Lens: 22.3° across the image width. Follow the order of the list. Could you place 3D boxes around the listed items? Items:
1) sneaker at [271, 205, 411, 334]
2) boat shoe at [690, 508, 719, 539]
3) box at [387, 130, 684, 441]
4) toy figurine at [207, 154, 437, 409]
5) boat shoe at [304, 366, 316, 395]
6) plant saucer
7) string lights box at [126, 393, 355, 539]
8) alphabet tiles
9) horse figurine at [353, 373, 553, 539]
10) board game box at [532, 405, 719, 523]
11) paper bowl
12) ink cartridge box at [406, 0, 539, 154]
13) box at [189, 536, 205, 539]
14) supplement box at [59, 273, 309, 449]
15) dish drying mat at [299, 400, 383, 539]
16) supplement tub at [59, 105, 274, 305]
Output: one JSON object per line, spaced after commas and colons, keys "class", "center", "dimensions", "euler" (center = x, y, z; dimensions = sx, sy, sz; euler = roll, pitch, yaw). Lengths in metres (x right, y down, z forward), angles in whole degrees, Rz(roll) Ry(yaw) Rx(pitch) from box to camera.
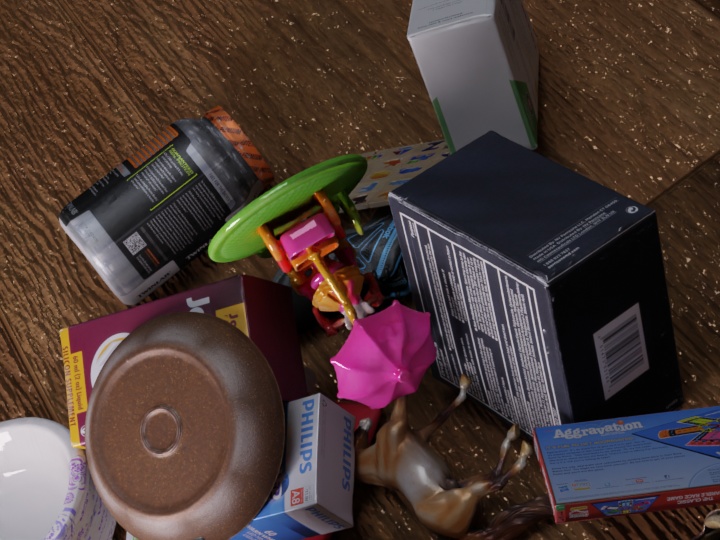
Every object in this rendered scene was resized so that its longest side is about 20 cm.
{"class": "sneaker", "center": [0.000, 0.000, 1.686], "dimensions": [0.200, 0.073, 0.082], "euler": [-35, 40, -2]}
{"class": "boat shoe", "center": [0.276, 0.206, 1.318], "dimensions": [0.199, 0.072, 0.072], "euler": [-28, 42, 3]}
{"class": "box", "center": [0.142, 0.022, 1.467], "dimensions": [0.123, 0.201, 0.198], "euler": [-33, 39, -24]}
{"class": "toy figurine", "center": [-0.013, 0.028, 1.491], "dimensions": [0.150, 0.200, 0.184], "euler": [-31, 80, -4]}
{"class": "boat shoe", "center": [-0.126, 0.112, 1.668], "dimensions": [0.199, 0.071, 0.069], "euler": [2, 43, 30]}
{"class": "plant saucer", "center": [-0.156, 0.133, 1.508], "dimensions": [0.200, 0.037, 0.201], "euler": [-3, 83, 29]}
{"class": "string lights box", "center": [-0.101, 0.182, 1.546], "dimensions": [0.199, 0.059, 0.103], "euler": [-19, 54, 29]}
{"class": "alphabet tiles", "center": [0.035, -0.092, 1.747], "dimensions": [0.199, 0.008, 0.167], "euler": [-8, 20, 24]}
{"class": "horse figurine", "center": [0.068, 0.160, 1.489], "dimensions": [0.200, 0.050, 0.133], "euler": [42, 103, 31]}
{"class": "board game box", "center": [0.235, 0.140, 1.356], "dimensions": [0.199, 0.020, 0.103], "euler": [-7, 30, -1]}
{"class": "paper bowl", "center": [-0.308, 0.239, 1.626], "dimensions": [0.200, 0.104, 0.201], "euler": [-17, 44, 17]}
{"class": "ink cartridge box", "center": [0.112, -0.213, 1.732], "dimensions": [0.087, 0.146, 0.200], "euler": [-13, 31, 16]}
{"class": "box", "center": [-0.108, 0.328, 1.377], "dimensions": [0.048, 0.159, 0.201], "euler": [-18, 44, 16]}
{"class": "supplement box", "center": [-0.155, 0.084, 1.585], "dimensions": [0.199, 0.086, 0.111], "euler": [-17, 73, 26]}
{"class": "dish drying mat", "center": [-0.046, 0.198, 1.569], "dimensions": [0.077, 0.018, 0.200], "euler": [0, 51, 33]}
{"class": "supplement tub", "center": [-0.192, -0.068, 1.834], "dimensions": [0.200, 0.123, 0.123], "euler": [-38, 41, -5]}
